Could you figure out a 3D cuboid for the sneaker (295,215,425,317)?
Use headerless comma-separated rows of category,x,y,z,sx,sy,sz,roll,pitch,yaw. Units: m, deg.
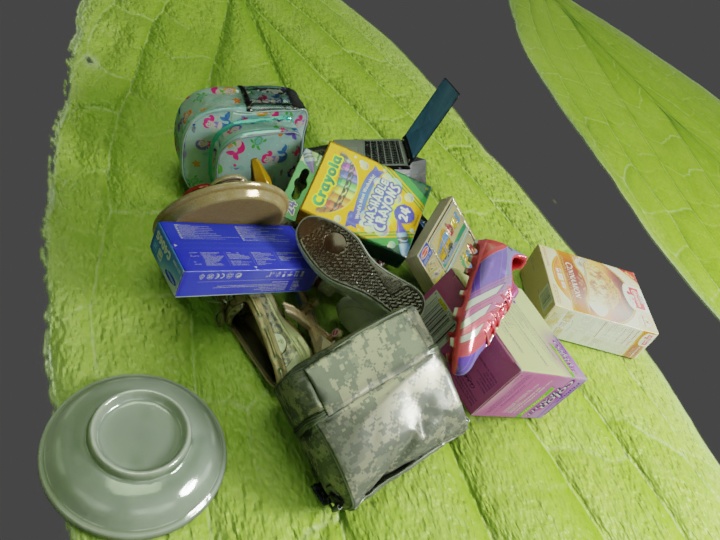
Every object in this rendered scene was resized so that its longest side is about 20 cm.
sneaker,-0.009,0.009,0.914,0.200,0.085,0.073,40,75,1

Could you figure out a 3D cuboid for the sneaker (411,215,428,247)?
sneaker,0.075,-0.104,1.191,0.200,0.070,0.078,40,49,18

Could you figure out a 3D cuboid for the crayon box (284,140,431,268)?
crayon box,-0.009,-0.103,0.999,0.199,0.052,0.126,23,67,-4

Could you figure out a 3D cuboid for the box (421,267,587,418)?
box,0.193,0.106,0.959,0.199,0.097,0.176,14,37,-47

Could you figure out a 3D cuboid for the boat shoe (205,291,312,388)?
boat shoe,-0.143,0.066,0.895,0.200,0.074,0.063,45,41,20

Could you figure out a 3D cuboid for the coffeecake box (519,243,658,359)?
coffeecake box,0.393,0.053,1.185,0.199,0.073,0.154,15,40,-13

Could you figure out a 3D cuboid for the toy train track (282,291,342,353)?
toy train track,-0.067,0.046,0.953,0.115,0.032,0.200,42,13,-38

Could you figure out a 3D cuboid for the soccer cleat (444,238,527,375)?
soccer cleat,0.156,0.043,0.841,0.076,0.067,0.201,15,53,8

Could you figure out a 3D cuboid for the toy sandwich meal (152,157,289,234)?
toy sandwich meal,-0.190,-0.085,0.928,0.204,0.205,0.071,-6,68,-32

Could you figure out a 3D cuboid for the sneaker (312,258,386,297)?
sneaker,0.000,0.000,1.032,0.199,0.075,0.090,-11,53,-42

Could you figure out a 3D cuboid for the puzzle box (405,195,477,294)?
puzzle box,0.143,-0.021,1.115,0.133,0.025,0.200,58,37,-19

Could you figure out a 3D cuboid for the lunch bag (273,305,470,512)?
lunch bag,0.014,0.164,0.805,0.199,0.139,0.168,-26,77,-24

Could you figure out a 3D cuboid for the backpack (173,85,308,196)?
backpack,-0.188,-0.193,1.069,0.198,0.178,0.151,-1,43,-19

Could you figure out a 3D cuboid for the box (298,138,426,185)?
box,-0.011,-0.174,1.164,0.158,0.049,0.200,-17,28,-34

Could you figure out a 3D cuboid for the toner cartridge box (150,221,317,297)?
toner cartridge box,-0.158,-0.016,0.879,0.199,0.043,0.095,-1,41,-40

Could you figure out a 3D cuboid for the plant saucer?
plant saucer,-0.240,0.185,0.737,0.199,0.050,0.201,14,42,-13

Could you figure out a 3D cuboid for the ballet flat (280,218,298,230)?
ballet flat,-0.103,-0.083,1.081,0.199,0.064,0.076,-15,54,-37

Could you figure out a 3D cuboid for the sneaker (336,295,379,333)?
sneaker,0.038,0.109,0.941,0.200,0.075,0.100,38,41,14

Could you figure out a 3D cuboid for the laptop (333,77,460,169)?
laptop,0.049,-0.244,1.117,0.198,0.117,0.188,0,23,0
